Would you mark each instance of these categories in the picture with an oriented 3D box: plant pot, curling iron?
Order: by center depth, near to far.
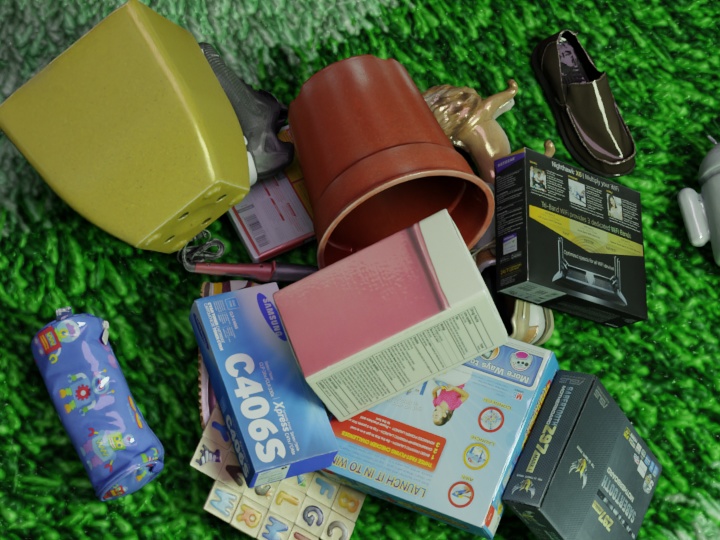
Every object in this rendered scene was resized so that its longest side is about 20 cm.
[{"bbox_3d":[-0.228,-0.130,1.568,0.195,0.194,0.201,-36,80,9],"label":"plant pot"},{"bbox_3d":[0.017,-0.115,1.611,0.199,0.201,0.196,-14,57,-15],"label":"plant pot"},{"bbox_3d":[-0.102,-0.009,1.629,0.198,0.026,0.050,9,84,-3],"label":"curling iron"}]

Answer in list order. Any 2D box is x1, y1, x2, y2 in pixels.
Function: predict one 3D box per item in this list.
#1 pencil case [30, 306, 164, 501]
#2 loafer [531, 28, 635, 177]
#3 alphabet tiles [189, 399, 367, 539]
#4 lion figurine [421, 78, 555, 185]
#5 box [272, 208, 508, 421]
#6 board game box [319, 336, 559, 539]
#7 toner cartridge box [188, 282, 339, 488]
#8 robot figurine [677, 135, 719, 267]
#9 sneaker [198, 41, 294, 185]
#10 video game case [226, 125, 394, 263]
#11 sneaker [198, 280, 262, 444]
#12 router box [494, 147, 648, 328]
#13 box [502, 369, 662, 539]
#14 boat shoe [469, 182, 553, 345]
[{"bbox_3d":[-0.273,0.137,1.550,0.086,0.078,0.201,-28,76,5],"label":"pencil case"},{"bbox_3d":[0.269,-0.203,1.782,0.073,0.071,0.201,-25,75,-18],"label":"loafer"},{"bbox_3d":[-0.078,0.206,1.560,0.199,0.006,0.167,33,65,-20],"label":"alphabet tiles"},{"bbox_3d":[0.152,-0.142,1.740,0.122,0.073,0.201,-31,82,-12],"label":"lion figurine"},{"bbox_3d":[0.031,0.047,1.498,0.199,0.128,0.109,-26,61,3],"label":"box"},{"bbox_3d":[0.079,0.151,1.542,0.199,0.056,0.197,18,73,23],"label":"board game box"},{"bbox_3d":[-0.101,0.115,1.527,0.094,0.043,0.201,-12,64,-24],"label":"toner cartridge box"},{"bbox_3d":[0.461,-0.075,1.745,0.168,0.113,0.201,-7,70,2],"label":"robot figurine"},{"bbox_3d":[-0.132,-0.183,1.697,0.090,0.067,0.201,-17,62,-16],"label":"sneaker"},{"bbox_3d":[-0.064,-0.104,1.704,0.199,0.017,0.144,-23,68,-17],"label":"video game case"},{"bbox_3d":[-0.128,0.104,1.591,0.089,0.075,0.202,-1,70,-5],"label":"sneaker"},{"bbox_3d":[0.238,-0.034,1.673,0.199,0.052,0.158,17,65,-36],"label":"router box"},{"bbox_3d":[0.238,0.223,1.558,0.051,0.200,0.158,7,59,41],"label":"box"},{"bbox_3d":[0.158,-0.011,1.677,0.068,0.075,0.201,2,62,-53],"label":"boat shoe"}]
